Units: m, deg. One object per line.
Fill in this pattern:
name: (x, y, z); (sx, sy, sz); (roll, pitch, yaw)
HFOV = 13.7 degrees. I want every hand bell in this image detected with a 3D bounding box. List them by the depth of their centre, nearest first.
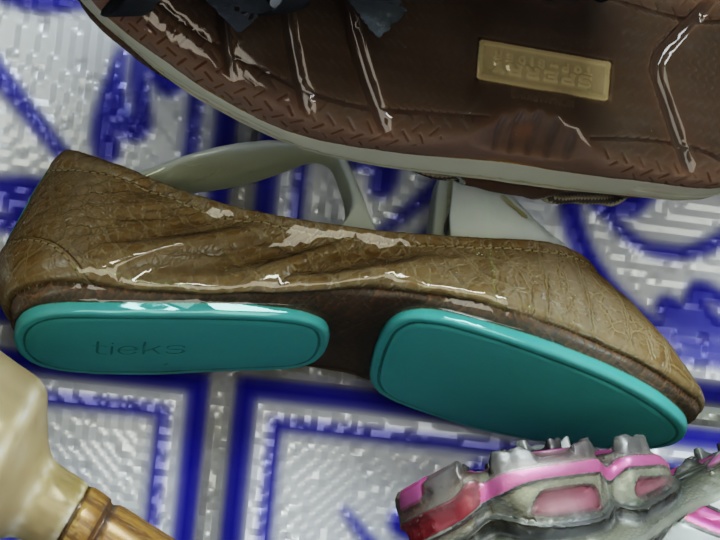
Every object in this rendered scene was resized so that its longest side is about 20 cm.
hand bell: (-0.065, 0.069, 0.775); (0.199, 0.104, 0.104); (29, 79, -2)

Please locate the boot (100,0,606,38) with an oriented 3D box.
boot: (-0.002, -0.152, 0.737); (0.162, 0.073, 0.199); (2, 73, -12)

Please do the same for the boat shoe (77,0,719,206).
boat shoe: (0.011, -0.055, 0.798); (0.202, 0.075, 0.075); (18, 76, -19)

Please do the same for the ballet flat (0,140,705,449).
ballet flat: (0.000, 0.000, 0.830); (0.199, 0.068, 0.073); (7, 63, -6)

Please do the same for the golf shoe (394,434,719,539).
golf shoe: (0.105, 0.088, 0.815); (0.199, 0.073, 0.092); (-6, 76, -24)
